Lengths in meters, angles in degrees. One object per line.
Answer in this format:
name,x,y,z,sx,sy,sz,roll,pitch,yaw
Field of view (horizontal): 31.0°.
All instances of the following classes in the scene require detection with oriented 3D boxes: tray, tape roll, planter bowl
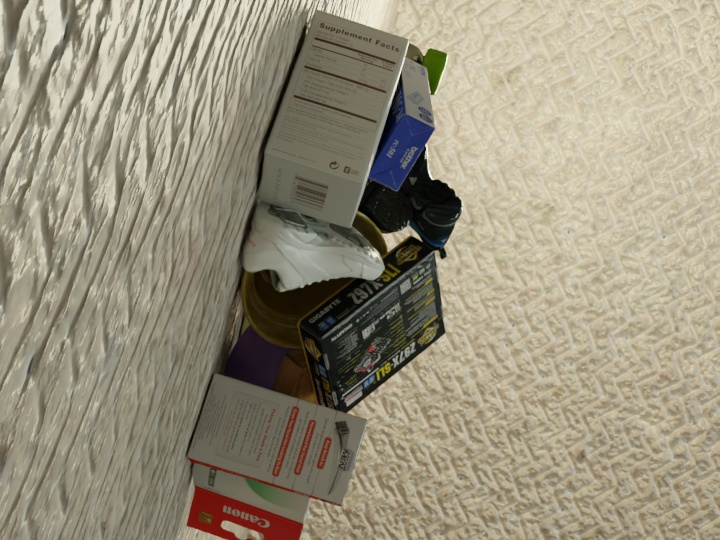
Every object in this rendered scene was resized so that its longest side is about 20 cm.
tray,-0.082,0.183,1.717,0.099,0.037,0.200,-18,140,-45
tape roll,-0.084,0.124,1.769,0.200,0.085,0.200,-35,150,-24
planter bowl,-0.071,-0.006,1.647,0.083,0.200,0.201,46,-55,53

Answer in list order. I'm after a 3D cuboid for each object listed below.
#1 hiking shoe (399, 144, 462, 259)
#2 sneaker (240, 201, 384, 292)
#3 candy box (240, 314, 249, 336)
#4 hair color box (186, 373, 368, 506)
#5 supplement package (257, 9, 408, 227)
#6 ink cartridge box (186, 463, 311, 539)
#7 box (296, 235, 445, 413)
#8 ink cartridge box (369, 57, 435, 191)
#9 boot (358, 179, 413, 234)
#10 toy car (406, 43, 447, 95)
hiking shoe,0.061,-0.110,1.684,0.087,0.074,0.200,101,-30,-48
sneaker,-0.062,-0.015,1.552,0.099,0.200,0.078,-56,-141,21
candy box,-0.142,0.107,1.866,0.115,0.055,0.200,-70,177,-51
hair color box,-0.102,0.211,1.607,0.064,0.200,0.111,103,4,-77
supplement package,-0.031,-0.173,1.480,0.117,0.117,0.200,107,0,-65
ink cartridge box,-0.146,0.296,1.706,0.050,0.161,0.200,-62,169,-64
box,0.019,0.072,1.649,0.200,0.049,0.160,-37,142,-23
ink cartridge box,0.047,-0.185,1.593,0.094,0.044,0.200,-58,-164,26
boot,-0.028,-0.114,1.659,0.068,0.200,0.131,-44,-169,-22
toy car,0.014,-0.232,1.824,0.158,0.164,0.200,-70,178,-75
